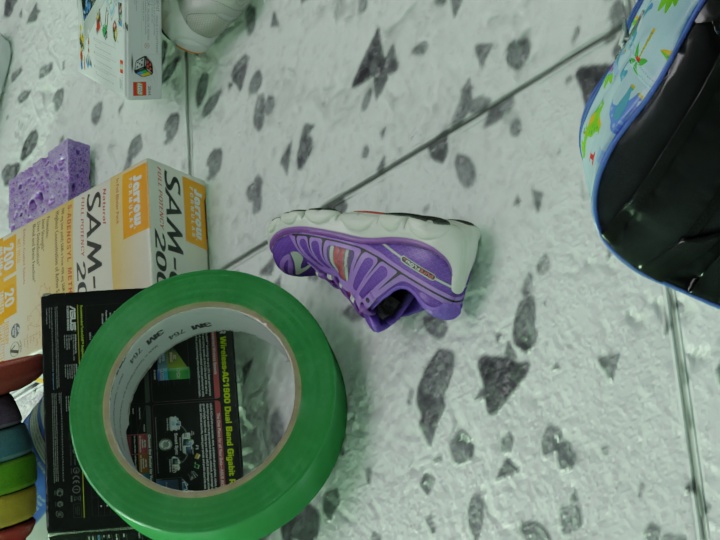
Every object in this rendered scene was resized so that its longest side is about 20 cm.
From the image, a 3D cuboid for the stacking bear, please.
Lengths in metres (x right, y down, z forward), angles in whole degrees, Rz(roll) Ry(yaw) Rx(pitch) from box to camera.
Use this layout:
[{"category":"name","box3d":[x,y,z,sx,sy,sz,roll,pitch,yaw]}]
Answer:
[{"category":"stacking bear","box3d":[-0.296,0.178,1.509,0.121,0.113,0.202,-11,91,38]}]

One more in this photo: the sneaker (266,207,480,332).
[{"category":"sneaker","box3d":[0.000,0.000,1.380,0.199,0.080,0.084,5,88,52]}]

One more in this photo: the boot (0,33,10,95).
[{"category":"boot","box3d":[-0.418,-0.153,1.950,0.073,0.095,0.202,-4,75,51]}]

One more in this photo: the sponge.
[{"category":"sponge","box3d":[-0.288,-0.008,1.787,0.111,0.030,0.202,-26,58,45]}]

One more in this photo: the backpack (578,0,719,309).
[{"category":"backpack","box3d":[0.217,-0.089,1.055,0.201,0.182,0.147,-57,17,23]}]

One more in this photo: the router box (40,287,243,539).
[{"category":"router box","box3d":[-0.166,0.112,1.488,0.062,0.148,0.202,95,171,-65]}]

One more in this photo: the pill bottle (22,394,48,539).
[{"category":"pill bottle","box3d":[-0.250,0.178,1.607,0.200,0.111,0.113,-48,45,30]}]

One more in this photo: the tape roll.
[{"category":"tape roll","box3d":[-0.110,0.100,1.413,0.198,0.048,0.202,-5,66,10]}]

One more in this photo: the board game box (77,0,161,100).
[{"category":"board game box","box3d":[-0.211,-0.224,1.691,0.200,0.034,0.128,-147,56,-67]}]

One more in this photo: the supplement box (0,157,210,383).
[{"category":"supplement box","box3d":[-0.219,0.005,1.636,0.199,0.073,0.127,-25,59,35]}]

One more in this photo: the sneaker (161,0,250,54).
[{"category":"sneaker","box3d":[-0.131,-0.289,1.661,0.092,0.075,0.202,-28,64,35]}]
